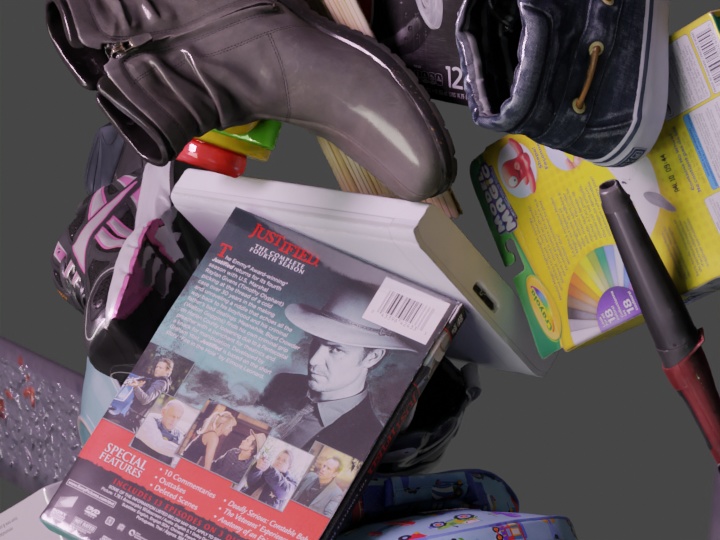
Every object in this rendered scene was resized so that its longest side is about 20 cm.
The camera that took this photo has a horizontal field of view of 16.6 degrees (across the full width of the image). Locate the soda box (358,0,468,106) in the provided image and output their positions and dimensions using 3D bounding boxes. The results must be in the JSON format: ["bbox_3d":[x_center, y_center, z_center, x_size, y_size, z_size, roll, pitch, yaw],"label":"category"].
[{"bbox_3d":[0.014,-0.135,1.313,0.200,0.071,0.064,15,113,47],"label":"soda box"}]

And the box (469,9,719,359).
[{"bbox_3d":[0.140,-0.038,1.216,0.200,0.048,0.118,-29,79,47],"label":"box"}]

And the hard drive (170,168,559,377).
[{"bbox_3d":[0.000,0.000,1.344,0.200,0.026,0.132,9,150,47],"label":"hard drive"}]

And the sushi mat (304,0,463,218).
[{"bbox_3d":[-0.017,-0.111,1.287,0.096,0.012,0.200,-4,117,55],"label":"sushi mat"}]

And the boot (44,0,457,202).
[{"bbox_3d":[-0.058,-0.083,1.230,0.200,0.131,0.068,45,148,14],"label":"boot"}]

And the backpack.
[{"bbox_3d":[0.033,0.172,1.293,0.200,0.182,0.135,-26,69,54],"label":"backpack"}]

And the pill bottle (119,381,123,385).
[{"bbox_3d":[-0.085,0.094,1.466,0.109,0.109,0.200,-38,72,47],"label":"pill bottle"}]

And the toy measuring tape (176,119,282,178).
[{"bbox_3d":[-0.078,-0.088,1.361,0.200,0.073,0.074,-156,54,-86],"label":"toy measuring tape"}]

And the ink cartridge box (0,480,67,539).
[{"bbox_3d":[-0.143,0.230,1.558,0.125,0.128,0.201,-32,77,49],"label":"ink cartridge box"}]

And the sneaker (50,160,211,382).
[{"bbox_3d":[-0.135,0.006,1.388,0.086,0.200,0.081,-20,112,15],"label":"sneaker"}]

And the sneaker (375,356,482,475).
[{"bbox_3d":[-0.024,0.070,1.315,0.130,0.199,0.080,-45,43,49],"label":"sneaker"}]

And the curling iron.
[{"bbox_3d":[0.161,0.043,1.181,0.200,0.026,0.050,65,165,-16],"label":"curling iron"}]

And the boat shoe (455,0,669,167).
[{"bbox_3d":[0.097,-0.153,1.157,0.071,0.091,0.201,-19,65,51],"label":"boat shoe"}]

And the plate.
[{"bbox_3d":[-0.127,0.143,1.415,0.200,0.026,0.201,158,90,-79],"label":"plate"}]

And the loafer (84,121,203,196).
[{"bbox_3d":[-0.108,-0.102,1.474,0.072,0.073,0.200,41,139,24],"label":"loafer"}]

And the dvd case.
[{"bbox_3d":[-0.054,0.075,1.265,0.146,0.200,0.022,22,161,24],"label":"dvd case"}]
